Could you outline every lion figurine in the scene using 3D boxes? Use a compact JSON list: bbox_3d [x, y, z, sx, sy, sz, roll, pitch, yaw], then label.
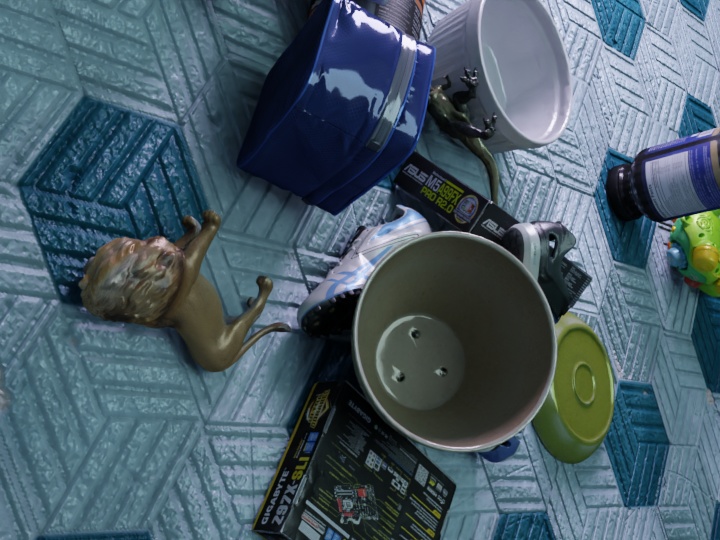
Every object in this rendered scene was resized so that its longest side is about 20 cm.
[{"bbox_3d":[-0.141,0.033,0.802,0.200,0.072,0.124,49,57,-32],"label":"lion figurine"}]

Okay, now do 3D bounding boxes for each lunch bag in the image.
[{"bbox_3d":[-0.020,-0.142,0.885,0.131,0.199,0.138,25,64,-19],"label":"lunch bag"}]

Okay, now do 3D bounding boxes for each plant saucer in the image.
[{"bbox_3d":[0.284,0.151,1.247,0.198,0.031,0.205,13,72,-43],"label":"plant saucer"}]

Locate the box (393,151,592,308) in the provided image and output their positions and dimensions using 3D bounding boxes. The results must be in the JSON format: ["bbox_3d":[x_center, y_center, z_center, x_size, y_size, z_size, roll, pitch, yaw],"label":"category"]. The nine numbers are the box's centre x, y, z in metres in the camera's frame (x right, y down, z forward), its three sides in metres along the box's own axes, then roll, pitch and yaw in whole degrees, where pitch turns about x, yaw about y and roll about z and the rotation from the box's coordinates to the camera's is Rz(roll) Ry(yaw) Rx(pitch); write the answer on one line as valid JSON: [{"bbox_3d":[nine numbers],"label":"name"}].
[{"bbox_3d":[0.149,-0.047,1.063,0.198,0.160,0.045,30,97,-37],"label":"box"}]

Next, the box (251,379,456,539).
[{"bbox_3d":[0.002,0.229,0.920,0.200,0.049,0.162,45,54,-30],"label":"box"}]

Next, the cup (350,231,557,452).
[{"bbox_3d":[0.074,0.079,0.929,0.196,0.143,0.205,3,76,-12],"label":"cup"}]

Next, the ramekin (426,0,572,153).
[{"bbox_3d":[0.164,-0.239,1.159,0.198,0.104,0.205,14,70,-44],"label":"ramekin"}]

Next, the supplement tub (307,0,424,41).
[{"bbox_3d":[0.009,-0.287,0.995,0.121,0.121,0.204,27,62,-39],"label":"supplement tub"}]

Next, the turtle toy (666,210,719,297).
[{"bbox_3d":[0.558,-0.028,1.524,0.199,0.100,0.148,40,55,-34],"label":"turtle toy"}]

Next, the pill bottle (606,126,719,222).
[{"bbox_3d":[0.466,-0.134,1.381,0.111,0.198,0.114,12,72,-43],"label":"pill bottle"}]

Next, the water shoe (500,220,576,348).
[{"bbox_3d":[0.186,0.048,0.980,0.077,0.072,0.204,-8,117,-16],"label":"water shoe"}]

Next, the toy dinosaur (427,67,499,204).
[{"bbox_3d":[0.116,-0.172,1.074,0.047,0.088,0.201,-39,91,-30],"label":"toy dinosaur"}]

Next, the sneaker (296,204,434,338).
[{"bbox_3d":[0.000,0.000,0.969,0.072,0.073,0.199,39,51,19],"label":"sneaker"}]

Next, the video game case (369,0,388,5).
[{"bbox_3d":[-0.007,-0.366,0.950,0.202,0.179,0.023,-58,159,-23],"label":"video game case"}]

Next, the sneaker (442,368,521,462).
[{"bbox_3d":[0.124,0.112,1.052,0.114,0.080,0.204,9,76,-47],"label":"sneaker"}]
